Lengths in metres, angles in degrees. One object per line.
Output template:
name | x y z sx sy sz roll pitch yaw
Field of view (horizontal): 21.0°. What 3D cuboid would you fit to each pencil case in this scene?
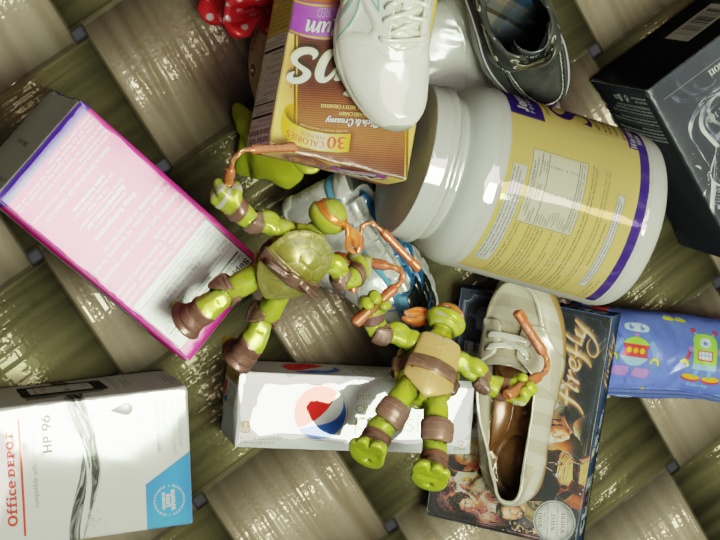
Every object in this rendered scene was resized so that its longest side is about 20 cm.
pencil case | 0.263 0.077 1.711 0.199 0.078 0.087 5 69 -22

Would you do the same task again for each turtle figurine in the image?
turtle figurine | 0.043 0.082 1.536 0.200 0.064 0.162 29 61 -13
turtle figurine | -0.053 0.003 1.454 0.200 0.064 0.161 30 109 -40

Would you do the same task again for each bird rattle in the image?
bird rattle | -0.048 -0.169 1.558 0.163 0.113 0.201 -8 89 -32

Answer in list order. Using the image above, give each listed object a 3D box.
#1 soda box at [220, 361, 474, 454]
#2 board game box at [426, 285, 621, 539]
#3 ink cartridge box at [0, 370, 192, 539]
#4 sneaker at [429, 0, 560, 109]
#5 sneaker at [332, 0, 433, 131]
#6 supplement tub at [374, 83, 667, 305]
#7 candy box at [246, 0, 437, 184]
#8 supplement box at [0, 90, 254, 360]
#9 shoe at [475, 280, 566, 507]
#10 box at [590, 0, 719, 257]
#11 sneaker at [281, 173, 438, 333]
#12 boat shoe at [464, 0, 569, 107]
soda box | -0.011 0.112 1.601 0.199 0.068 0.064 3 95 -13
board game box | 0.137 0.123 1.652 0.135 0.035 0.201 10 97 19
ink cartridge box | -0.238 0.151 1.534 0.199 0.068 0.116 -6 101 -20
sneaker | 0.101 -0.150 1.622 0.115 0.074 0.200 -23 122 7
sneaker | 0.022 -0.202 1.419 0.070 0.080 0.201 -5 91 -25
supplement tub | 0.126 -0.063 1.545 0.199 0.145 0.146 15 93 -18
candy box | -0.009 -0.175 1.477 0.116 0.056 0.201 12 85 -22
supplement box | -0.186 -0.035 1.504 0.200 0.101 0.103 44 82 -23
shoe | 0.130 0.098 1.606 0.070 0.053 0.201 3 94 20
box | 0.337 -0.142 1.689 0.200 0.104 0.182 -37 112 -11
sneaker | 0.000 0.000 1.610 0.086 0.075 0.200 -17 122 21
boat shoe | 0.124 -0.190 1.508 0.070 0.066 0.200 -27 132 -3
